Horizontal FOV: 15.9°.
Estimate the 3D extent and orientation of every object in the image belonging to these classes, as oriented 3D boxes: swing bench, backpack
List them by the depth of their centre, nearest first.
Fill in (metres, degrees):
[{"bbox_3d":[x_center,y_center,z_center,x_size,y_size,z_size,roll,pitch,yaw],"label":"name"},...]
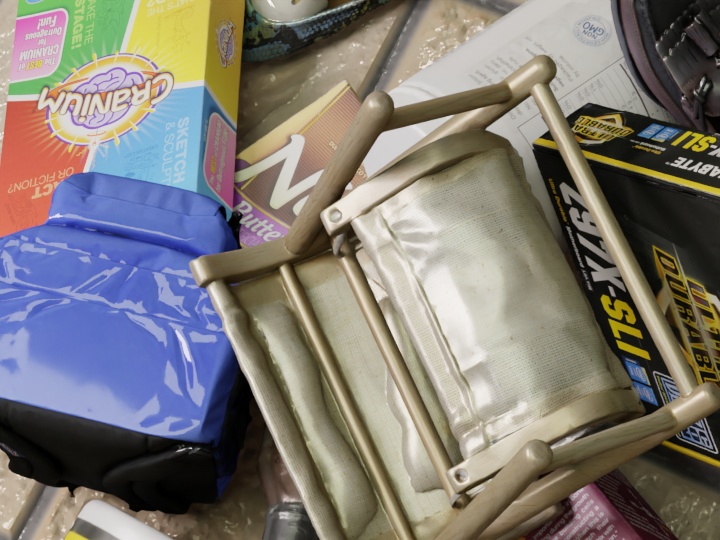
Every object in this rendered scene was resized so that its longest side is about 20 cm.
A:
[{"bbox_3d":[0.041,0.033,1.288,0.129,0.200,0.200,-14,73,-38],"label":"swing bench"},{"bbox_3d":[-0.127,0.049,1.455,0.162,0.200,0.169,17,71,7],"label":"backpack"}]

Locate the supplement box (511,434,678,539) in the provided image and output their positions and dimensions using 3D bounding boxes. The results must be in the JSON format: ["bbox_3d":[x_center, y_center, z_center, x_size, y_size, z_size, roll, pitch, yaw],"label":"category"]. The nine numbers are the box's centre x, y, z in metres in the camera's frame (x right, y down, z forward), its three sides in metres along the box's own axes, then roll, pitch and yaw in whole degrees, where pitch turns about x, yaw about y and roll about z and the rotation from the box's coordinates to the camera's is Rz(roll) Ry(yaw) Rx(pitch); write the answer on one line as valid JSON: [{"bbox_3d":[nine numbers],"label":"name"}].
[{"bbox_3d":[0.103,0.157,1.373,0.110,0.086,0.200,-48,49,10],"label":"supplement box"}]

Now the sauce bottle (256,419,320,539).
[{"bbox_3d":[-0.022,0.084,1.414,0.064,0.065,0.201,5,67,18],"label":"sauce bottle"}]

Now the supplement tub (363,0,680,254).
[{"bbox_3d":[0.113,-0.087,1.442,0.200,0.132,0.132,-34,63,-19],"label":"supplement tub"}]

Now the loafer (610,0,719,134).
[{"bbox_3d":[0.202,-0.091,1.379,0.072,0.200,0.063,-42,31,-17],"label":"loafer"}]

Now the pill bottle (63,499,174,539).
[{"bbox_3d":[-0.155,0.240,1.440,0.111,0.111,0.201,26,79,23],"label":"pill bottle"}]

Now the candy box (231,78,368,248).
[{"bbox_3d":[0.000,0.000,1.514,0.116,0.056,0.201,-34,66,3],"label":"candy box"}]

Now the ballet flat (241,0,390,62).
[{"bbox_3d":[-0.008,-0.192,1.581,0.199,0.074,0.075,-25,65,7],"label":"ballet flat"}]

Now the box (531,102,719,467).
[{"bbox_3d":[0.183,0.017,1.341,0.049,0.201,0.159,-36,32,-22],"label":"box"}]

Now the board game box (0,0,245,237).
[{"bbox_3d":[-0.145,-0.104,1.568,0.152,0.040,0.201,-15,56,26],"label":"board game box"}]
